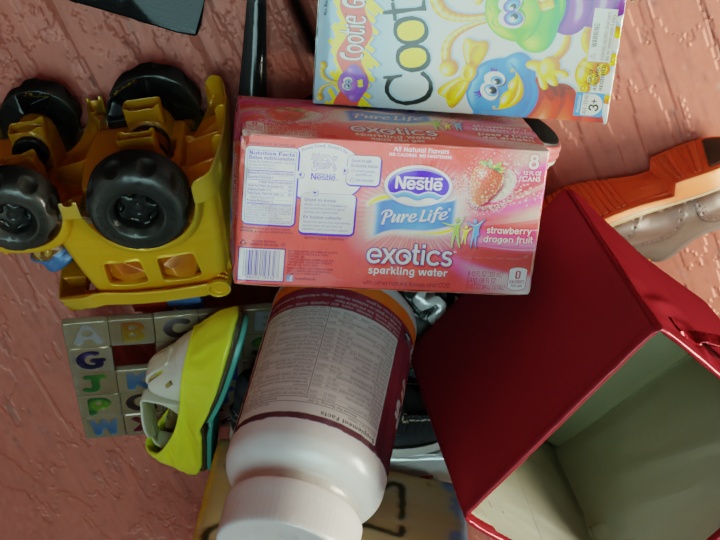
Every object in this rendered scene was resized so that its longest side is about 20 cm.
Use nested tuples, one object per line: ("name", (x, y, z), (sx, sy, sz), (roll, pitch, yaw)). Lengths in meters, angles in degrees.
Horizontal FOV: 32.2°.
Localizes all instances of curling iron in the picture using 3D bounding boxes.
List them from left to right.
("curling iron", (-0.072, -0.109, 0.921), (0.049, 0.026, 0.203), (-14, 113, -25))

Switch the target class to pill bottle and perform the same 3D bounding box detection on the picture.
("pill bottle", (-0.029, 0.105, 0.842), (0.108, 0.202, 0.110), (8, 140, 7))

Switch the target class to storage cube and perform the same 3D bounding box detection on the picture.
("storage cube", (0.164, 0.087, 0.857), (0.170, 0.181, 0.200), (34, 109, -27))

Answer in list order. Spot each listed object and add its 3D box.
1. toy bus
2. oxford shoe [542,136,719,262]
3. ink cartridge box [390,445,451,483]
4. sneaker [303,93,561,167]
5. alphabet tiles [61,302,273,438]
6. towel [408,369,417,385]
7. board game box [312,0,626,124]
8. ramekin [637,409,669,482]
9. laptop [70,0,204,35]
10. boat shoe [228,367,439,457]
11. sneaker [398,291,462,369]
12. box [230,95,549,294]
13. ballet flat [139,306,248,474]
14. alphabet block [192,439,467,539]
("toy bus", (-0.181, -0.034, 0.911), (0.197, 0.137, 0.194), (-6, 133, 3))
("oxford shoe", (0.197, -0.030, 0.935), (0.197, 0.072, 0.074), (-19, 119, 8))
("ink cartridge box", (0.008, 0.217, 1.047), (0.142, 0.085, 0.203), (-3, 117, 2))
("sneaker", (0.044, -0.077, 0.909), (0.197, 0.074, 0.088), (10, 118, -5))
("alphabet tiles", (-0.124, 0.080, 0.977), (0.197, 0.008, 0.168), (-4, 143, -8))
("towel", (0.107, 0.049, 1.000), (0.198, 0.023, 0.145), (21, 115, -9))
("board game box", (0.069, -0.171, 0.845), (0.197, 0.105, 0.104), (3, 116, -3))
("ramekin", (0.278, 0.176, 0.970), (0.096, 0.201, 0.202), (-13, 116, 14))
("laptop", (-0.173, -0.256, 0.803), (0.175, 0.104, 0.202), (15, 115, -7))
("boat shoe", (-0.004, 0.101, 0.963), (0.197, 0.074, 0.061), (0, 113, -15))
("sneaker", (0.000, 0.000, 0.932), (0.090, 0.067, 0.200), (-38, 106, 17))
("box", (0.014, -0.051, 0.823), (0.197, 0.095, 0.104), (2, 113, -8))
("ballet flat", (-0.131, 0.092, 0.937), (0.066, 0.067, 0.201), (14, 142, -5))
("alphabet block", (-0.036, 0.268, 0.920), (0.197, 0.196, 0.199), (12, 115, -2))
